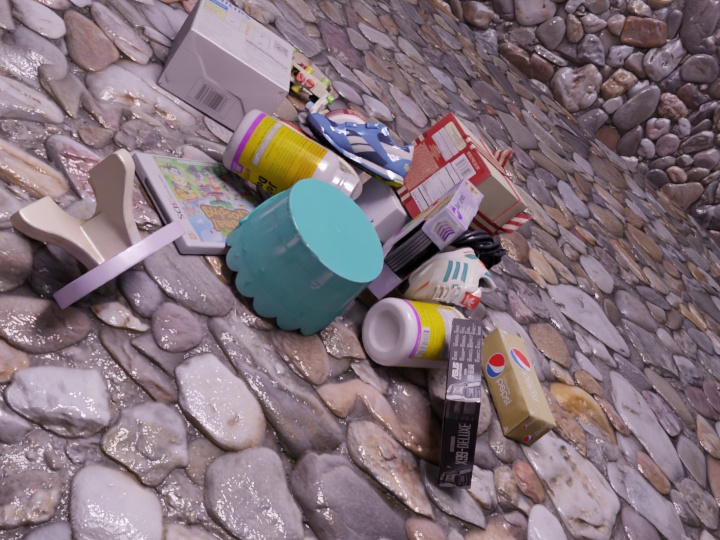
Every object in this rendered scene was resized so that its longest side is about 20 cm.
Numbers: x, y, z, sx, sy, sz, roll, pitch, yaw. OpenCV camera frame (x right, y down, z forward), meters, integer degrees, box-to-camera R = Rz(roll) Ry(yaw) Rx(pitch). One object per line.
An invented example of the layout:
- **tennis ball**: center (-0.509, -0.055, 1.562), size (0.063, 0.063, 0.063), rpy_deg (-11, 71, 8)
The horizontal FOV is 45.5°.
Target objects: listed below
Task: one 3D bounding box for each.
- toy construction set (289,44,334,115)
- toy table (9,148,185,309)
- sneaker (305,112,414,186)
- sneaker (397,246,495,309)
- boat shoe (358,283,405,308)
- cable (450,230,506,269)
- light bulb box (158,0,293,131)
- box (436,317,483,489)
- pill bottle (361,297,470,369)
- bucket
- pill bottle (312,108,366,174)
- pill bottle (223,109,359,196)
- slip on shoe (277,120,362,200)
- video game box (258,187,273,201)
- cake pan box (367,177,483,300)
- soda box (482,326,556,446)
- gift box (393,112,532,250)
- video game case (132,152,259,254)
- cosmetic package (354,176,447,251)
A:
- **toy construction set**: center (-0.120, -0.383, 1.738), size (0.200, 0.092, 0.131), rpy_deg (52, 4, 0)
- **toy table**: center (-0.301, -0.048, 0.988), size (0.117, 0.184, 0.200), rpy_deg (58, 18, -9)
- **sneaker**: center (0.001, -0.221, 1.460), size (0.200, 0.082, 0.074), rpy_deg (30, 0, -7)
- **sneaker**: center (0.150, 0.023, 1.398), size (0.200, 0.070, 0.093), rpy_deg (-16, 58, -48)
- **boat shoe**: center (0.000, 0.000, 1.404), size (0.200, 0.072, 0.065), rpy_deg (39, 23, -16)
- **cable**: center (0.170, -0.015, 1.520), size (0.200, 0.163, 0.051), rpy_deg (31, 38, -53)
- **light bulb box**: center (-0.235, -0.370, 1.536), size (0.198, 0.125, 0.200), rpy_deg (31, 30, -22)
- **box**: center (0.146, 0.189, 1.243), size (0.050, 0.158, 0.200), rpy_deg (5, 31, 6)
- **pill bottle**: center (0.103, 0.103, 1.356), size (0.200, 0.104, 0.104), rpy_deg (11, 42, -46)
- **bucket**: center (-0.074, -0.025, 1.240), size (0.207, 0.135, 0.207), rpy_deg (33, 37, -29)
- **pill bottle**: center (-0.033, -0.240, 1.592), size (0.114, 0.114, 0.200), rpy_deg (37, 10, -11)
- **pill bottle**: center (-0.106, -0.160, 1.342), size (0.200, 0.104, 0.104), rpy_deg (30, 29, 0)
- **slip on shoe**: center (-0.079, -0.192, 1.468), size (0.200, 0.074, 0.061), rpy_deg (34, 25, -5)
- **video game box**: center (-0.077, -0.106, 1.470), size (0.200, 0.047, 0.182), rpy_deg (13, 38, -44)
- **cake pan box**: center (0.097, -0.051, 1.340), size (0.052, 0.184, 0.200), rpy_deg (47, 26, -5)
- **soda box**: center (0.264, 0.197, 1.480), size (0.068, 0.064, 0.200), rpy_deg (25, 32, -31)
- **gift box**: center (0.187, -0.148, 1.527), size (0.187, 0.200, 0.185), rpy_deg (30, 33, -55)
- **video game case**: center (-0.226, -0.098, 1.289), size (0.200, 0.022, 0.182), rpy_deg (0, 50, -52)
- **cosmetic package**: center (0.078, -0.083, 1.562), size (0.200, 0.071, 0.101), rpy_deg (33, 25, -48)
